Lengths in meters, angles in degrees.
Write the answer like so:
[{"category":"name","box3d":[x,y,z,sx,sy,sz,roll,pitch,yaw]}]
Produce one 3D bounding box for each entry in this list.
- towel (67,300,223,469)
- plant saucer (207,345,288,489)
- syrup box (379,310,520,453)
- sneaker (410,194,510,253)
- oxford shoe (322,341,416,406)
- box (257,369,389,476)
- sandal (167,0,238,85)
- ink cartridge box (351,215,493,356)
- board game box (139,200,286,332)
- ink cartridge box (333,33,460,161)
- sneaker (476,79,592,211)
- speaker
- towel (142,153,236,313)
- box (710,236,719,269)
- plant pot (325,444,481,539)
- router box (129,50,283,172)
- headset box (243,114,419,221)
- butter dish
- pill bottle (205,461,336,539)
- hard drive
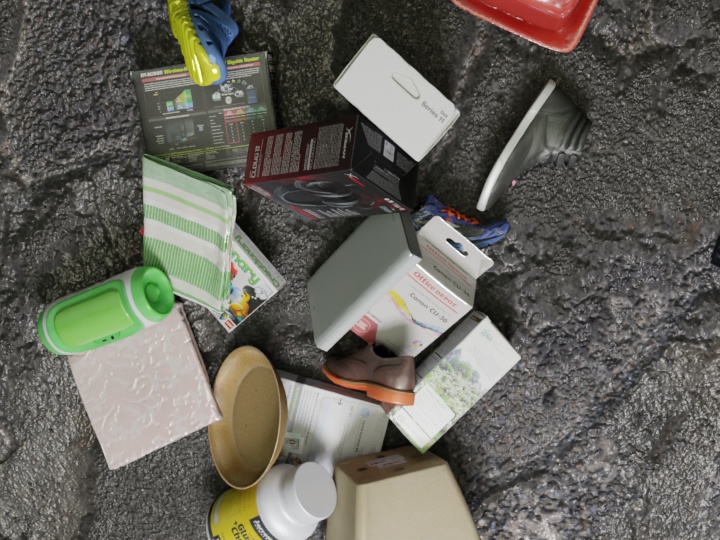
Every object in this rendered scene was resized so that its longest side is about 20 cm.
[{"category":"towel","box3d":[-0.322,0.171,1.284,0.197,0.032,0.194,-24,84,8]},{"category":"plant saucer","box3d":[-0.158,0.212,1.246,0.035,0.200,0.203,9,105,-39]},{"category":"syrup box","box3d":[0.128,0.157,1.229,0.200,0.081,0.079,-44,96,-3]},{"category":"sneaker","box3d":[0.113,-0.066,1.210,0.196,0.075,0.080,0,98,2]},{"category":"oxford shoe","box3d":[0.015,0.136,1.211,0.070,0.199,0.074,12,89,-37]},{"category":"box","box3d":[-0.065,0.249,1.297,0.197,0.041,0.159,15,101,2]},{"category":"sandal","box3d":[-0.202,-0.318,1.140,0.086,0.202,0.080,-11,138,-15]},{"category":"ink cartridge box","box3d":[0.079,0.031,1.187,0.116,0.068,0.200,36,125,-13]},{"category":"board game box","box3d":[-0.213,-0.021,1.233,0.200,0.035,0.126,48,125,-5]},{"category":"ink cartridge box","box3d":[0.048,-0.224,1.117,0.146,0.200,0.083,41,100,-4]},{"category":"sneaker","box3d":[0.244,-0.151,1.183,0.098,0.071,0.202,33,97,2]},{"category":"speaker","box3d":[-0.368,0.059,1.238,0.197,0.088,0.090,-19,99,23]},{"category":"towel","box3d":[-0.243,-0.047,1.196,0.150,0.023,0.203,20,125,17]},{"category":"box","box3d":[0.576,-0.067,1.113,0.122,0.200,0.200,14,102,-1]},{"category":"plant pot","box3d":[0.053,0.358,1.212,0.196,0.200,0.180,-10,94,-16]},{"category":"router box","box3d":[-0.209,-0.218,1.205,0.196,0.062,0.153,-7,102,5]},{"category":"headset box","box3d":[-0.045,-0.128,1.127,0.197,0.148,0.079,-4,71,35]},{"category":"butter dish","box3d":[0.232,-0.408,1.097,0.197,0.148,0.203,24,102,0]},{"category":"pill bottle","box3d":[-0.129,0.350,1.249,0.199,0.112,0.113,-34,98,36]},{"category":"hard drive","box3d":[0.000,0.000,1.176,0.026,0.133,0.200,26,123,-31]}]
